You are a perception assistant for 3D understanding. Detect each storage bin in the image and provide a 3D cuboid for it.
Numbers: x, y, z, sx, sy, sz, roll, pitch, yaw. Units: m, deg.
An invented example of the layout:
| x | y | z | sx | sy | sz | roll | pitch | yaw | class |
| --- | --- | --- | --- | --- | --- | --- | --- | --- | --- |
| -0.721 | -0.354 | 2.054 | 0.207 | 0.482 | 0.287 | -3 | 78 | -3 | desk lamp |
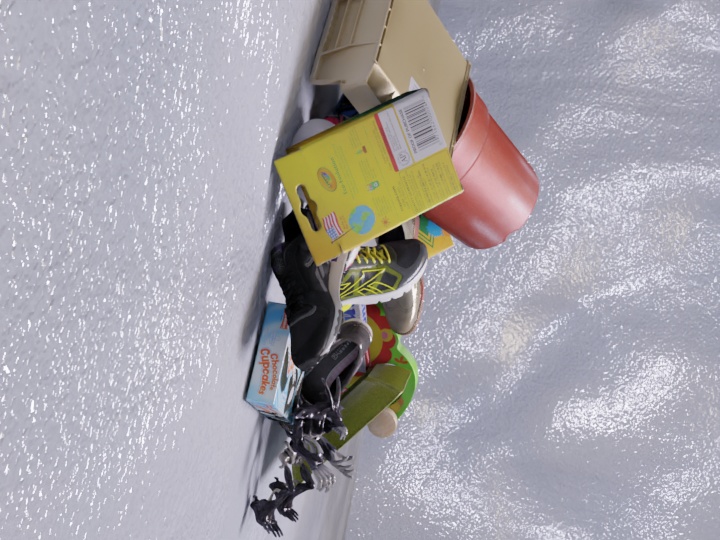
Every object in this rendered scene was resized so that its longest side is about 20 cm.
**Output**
| x | y | z | sx | sy | sz | roll | pitch | yaw | class |
| --- | --- | --- | --- | --- | --- | --- | --- | --- | --- |
| 0.042 | -0.241 | 1.238 | 0.200 | 0.093 | 0.201 | 46 | 48 | -44 | storage bin |

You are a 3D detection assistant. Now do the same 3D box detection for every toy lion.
| x | y | z | sx | sy | sz | roll | pitch | yaw | class |
| --- | --- | --- | --- | --- | --- | --- | --- | --- | --- |
| 0.004 | 0.131 | 1.531 | 0.193 | 0.198 | 0.069 | -61 | 180 | 22 | toy lion |

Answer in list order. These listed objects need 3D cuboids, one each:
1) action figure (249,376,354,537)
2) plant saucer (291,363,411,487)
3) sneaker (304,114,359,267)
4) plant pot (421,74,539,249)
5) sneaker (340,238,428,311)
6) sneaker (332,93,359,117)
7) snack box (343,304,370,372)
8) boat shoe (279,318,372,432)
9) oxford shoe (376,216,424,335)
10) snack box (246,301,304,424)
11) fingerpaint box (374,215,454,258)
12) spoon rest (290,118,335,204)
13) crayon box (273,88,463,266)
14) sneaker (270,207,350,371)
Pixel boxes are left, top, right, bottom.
| x | y | z | sx | sy | sz | roll | pitch | yaw | class |
| --- | --- | --- | --- | --- | --- | --- | --- | --- | --- |
| -0.058 | 0.239 | 1.268 | 0.202 | 0.102 | 0.119 | -62 | 159 | 16 | action figure |
| -0.020 | 0.205 | 1.419 | 0.200 | 0.048 | 0.200 | -43 | 177 | 6 | plant saucer |
| -0.041 | -0.095 | 1.252 | 0.075 | 0.080 | 0.203 | -2 | 95 | -70 | sneaker |
| 0.138 | -0.141 | 1.398 | 0.195 | 0.199 | 0.203 | 37 | 52 | -34 | plant pot |
| 0.000 | 0.000 | 1.318 | 0.075 | 0.198 | 0.085 | 55 | -16 | 41 | sneaker |
| -0.021 | -0.178 | 1.364 | 0.079 | 0.065 | 0.202 | 72 | 26 | -55 | sneaker |
| -0.028 | 0.050 | 1.421 | 0.024 | 0.071 | 0.203 | -49 | 139 | -55 | snack box |
| -0.055 | 0.148 | 1.329 | 0.201 | 0.067 | 0.057 | -53 | -175 | 21 | boat shoe |
| 0.048 | -0.002 | 1.438 | 0.074 | 0.070 | 0.203 | -22 | 108 | -66 | oxford shoe |
| -0.097 | 0.118 | 1.221 | 0.200 | 0.037 | 0.118 | 79 | 21 | -75 | snack box |
| 0.057 | -0.099 | 1.567 | 0.169 | 0.073 | 0.200 | 66 | -11 | -7 | fingerpaint box |
| -0.013 | -0.111 | 1.185 | 0.199 | 0.060 | 0.101 | 21 | 79 | -42 | spoon rest |
| 0.004 | -0.105 | 1.102 | 0.051 | 0.198 | 0.128 | 9 | -57 | 66 | crayon box |
| -0.070 | 0.017 | 1.110 | 0.076 | 0.087 | 0.202 | -37 | -146 | 38 | sneaker |
